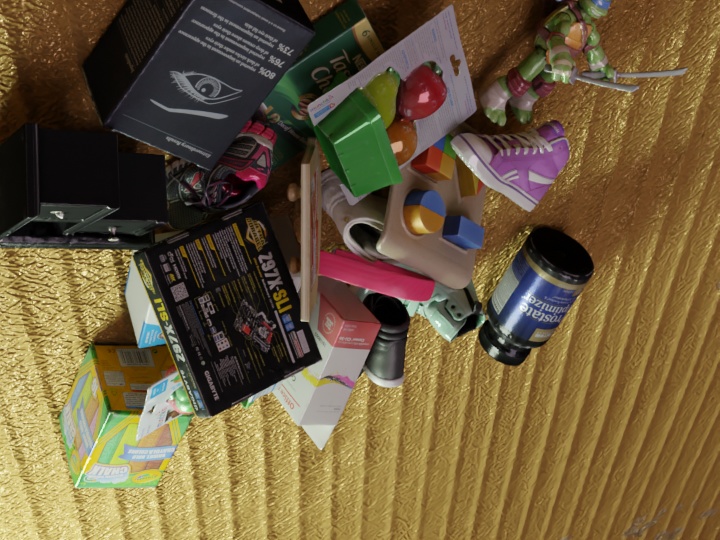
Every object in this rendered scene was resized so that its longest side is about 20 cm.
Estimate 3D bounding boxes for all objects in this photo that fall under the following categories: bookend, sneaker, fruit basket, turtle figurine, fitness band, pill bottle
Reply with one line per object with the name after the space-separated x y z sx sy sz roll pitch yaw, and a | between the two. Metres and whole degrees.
-0.278 -0.081 1.190 0.197 0.094 0.198 0 173 -32 | bookend
0.023 -0.044 1.474 0.074 0.116 0.199 -44 139 16 | sneaker
0.086 0.046 1.606 0.197 0.119 0.074 -5 138 -25 | sneaker
0.039 -0.188 1.301 0.200 0.094 0.186 -41 147 -10 | fruit basket
0.252 -0.229 1.369 0.200 0.145 0.193 43 130 -10 | turtle figurine
0.009 0.059 1.525 0.070 0.200 0.101 -4 122 -31 | sneaker
0.000 0.000 1.472 0.144 0.197 0.038 5 101 -81 | fitness band
-0.179 0.136 1.392 0.199 0.094 0.186 -34 167 -29 | fruit basket
0.258 0.044 1.713 0.110 0.113 0.202 2 132 -32 | pill bottle
-0.172 -0.097 1.300 0.080 0.076 0.199 21 143 -31 | sneaker
0.193 -0.155 1.421 0.115 0.073 0.199 -48 148 15 | sneaker

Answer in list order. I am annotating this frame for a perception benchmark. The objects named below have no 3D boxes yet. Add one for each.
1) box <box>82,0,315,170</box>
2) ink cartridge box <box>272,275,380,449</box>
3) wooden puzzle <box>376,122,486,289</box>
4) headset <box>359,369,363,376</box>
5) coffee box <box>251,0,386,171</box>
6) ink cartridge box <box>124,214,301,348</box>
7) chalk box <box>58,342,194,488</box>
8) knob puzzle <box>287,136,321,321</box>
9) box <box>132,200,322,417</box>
-0.169 -0.226 1.170 0.147 0.105 0.200 21 121 -44 | box
-0.062 0.121 1.485 0.067 0.116 0.203 6 116 -38 | ink cartridge box
0.109 -0.095 1.440 0.184 0.046 0.204 24 76 -46 | wooden puzzle
-0.067 0.113 1.604 0.123 0.095 0.199 -40 128 14 | headset
-0.059 -0.209 1.303 0.198 0.044 0.123 -32 141 4 | coffee box
-0.182 0.014 1.413 0.197 0.085 0.147 -10 154 -24 | ink cartridge box
-0.325 0.212 1.532 0.123 0.125 0.201 4 131 -33 | chalk box
-0.066 -0.056 1.328 0.030 0.222 0.222 1 138 2 | knob puzzle
-0.149 0.043 1.294 0.158 0.203 0.049 -26 -172 -31 | box
